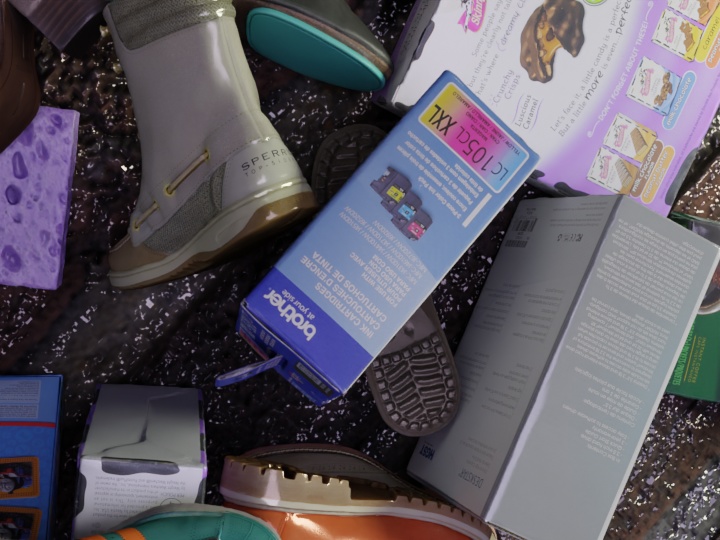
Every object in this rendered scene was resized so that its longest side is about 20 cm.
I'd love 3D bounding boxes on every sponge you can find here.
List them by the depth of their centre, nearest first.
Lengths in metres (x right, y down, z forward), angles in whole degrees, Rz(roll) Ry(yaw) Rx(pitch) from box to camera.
[{"bbox_3d":[-0.277,-0.054,0.765,0.197,0.030,0.113,6,96,-10],"label":"sponge"}]

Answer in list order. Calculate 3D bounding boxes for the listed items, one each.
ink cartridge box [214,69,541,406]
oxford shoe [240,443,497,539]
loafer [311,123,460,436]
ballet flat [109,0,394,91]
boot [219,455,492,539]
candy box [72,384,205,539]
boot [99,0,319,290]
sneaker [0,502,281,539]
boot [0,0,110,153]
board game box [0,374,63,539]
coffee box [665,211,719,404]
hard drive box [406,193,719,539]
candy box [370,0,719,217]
[{"bbox_3d":[0.000,0.000,0.704,0.076,0.136,0.201,39,78,0],"label":"ink cartridge box"},{"bbox_3d":[0.007,0.166,0.825,0.197,0.074,0.072,16,98,-11],"label":"oxford shoe"},{"bbox_3d":[0.011,0.008,0.809,0.075,0.068,0.203,-11,84,-10],"label":"loafer"},{"bbox_3d":[-0.069,-0.169,0.764,0.197,0.068,0.069,15,74,-7],"label":"ballet flat"},{"bbox_3d":[-0.006,0.175,0.734,0.198,0.075,0.109,15,81,-38],"label":"boot"},{"bbox_3d":[-0.135,0.186,0.747,0.070,0.168,0.203,5,98,-9],"label":"candy box"},{"bbox_3d":[-0.110,-0.077,0.729,0.071,0.199,0.157,-20,89,-36],"label":"boot"},{"bbox_3d":[-0.132,0.164,0.609,0.197,0.080,0.073,-7,99,-7],"label":"sneaker"},{"bbox_3d":[-0.243,-0.149,0.729,0.200,0.070,0.146,-44,82,-4],"label":"boot"},{"bbox_3d":[-0.251,0.143,0.718,0.149,0.201,0.037,1,130,-10],"label":"board game box"},{"bbox_3d":[0.298,0.038,0.875,0.197,0.044,0.125,13,96,-12],"label":"coffee box"},{"bbox_3d":[0.118,0.061,0.776,0.076,0.156,0.202,26,86,-14],"label":"hard drive box"},{"bbox_3d":[0.131,-0.140,0.804,0.198,0.072,0.170,25,93,-13],"label":"candy box"}]
